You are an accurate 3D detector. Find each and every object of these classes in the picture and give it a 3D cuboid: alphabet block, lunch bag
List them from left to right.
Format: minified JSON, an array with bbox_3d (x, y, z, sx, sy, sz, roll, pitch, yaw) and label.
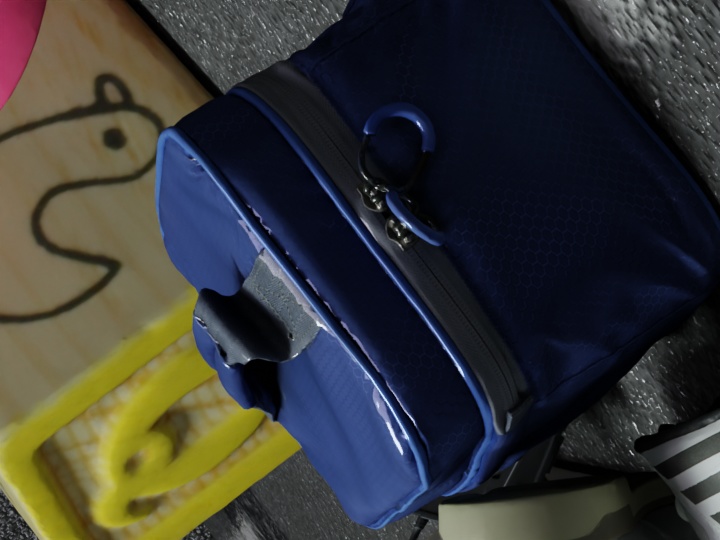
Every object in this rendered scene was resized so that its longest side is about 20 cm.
[{"bbox_3d":[-0.135,0.008,1.314,0.200,0.195,0.197,47,170,28],"label":"alphabet block"},{"bbox_3d":[0.012,-0.002,0.794,0.136,0.132,0.200,52,170,8],"label":"lunch bag"}]

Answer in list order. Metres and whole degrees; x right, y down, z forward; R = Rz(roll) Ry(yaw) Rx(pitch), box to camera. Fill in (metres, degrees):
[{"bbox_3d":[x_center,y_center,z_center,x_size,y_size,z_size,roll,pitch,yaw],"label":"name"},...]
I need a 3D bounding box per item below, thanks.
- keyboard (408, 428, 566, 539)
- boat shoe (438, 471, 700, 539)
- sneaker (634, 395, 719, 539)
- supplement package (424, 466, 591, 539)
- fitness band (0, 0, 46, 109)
[{"bbox_3d":[0.035,0.088,1.034,0.021,0.127,0.200,30,173,-9],"label":"keyboard"},{"bbox_3d":[0.073,0.099,0.824,0.200,0.074,0.069,2,-100,-67],"label":"boat shoe"},{"bbox_3d":[0.137,0.096,0.780,0.116,0.075,0.201,57,165,35],"label":"sneaker"},{"bbox_3d":[0.081,0.161,1.048,0.121,0.120,0.200,53,170,-7],"label":"supplement package"},{"bbox_3d":[-0.189,-0.138,1.217,0.037,0.144,0.200,23,-175,-30],"label":"fitness band"}]
